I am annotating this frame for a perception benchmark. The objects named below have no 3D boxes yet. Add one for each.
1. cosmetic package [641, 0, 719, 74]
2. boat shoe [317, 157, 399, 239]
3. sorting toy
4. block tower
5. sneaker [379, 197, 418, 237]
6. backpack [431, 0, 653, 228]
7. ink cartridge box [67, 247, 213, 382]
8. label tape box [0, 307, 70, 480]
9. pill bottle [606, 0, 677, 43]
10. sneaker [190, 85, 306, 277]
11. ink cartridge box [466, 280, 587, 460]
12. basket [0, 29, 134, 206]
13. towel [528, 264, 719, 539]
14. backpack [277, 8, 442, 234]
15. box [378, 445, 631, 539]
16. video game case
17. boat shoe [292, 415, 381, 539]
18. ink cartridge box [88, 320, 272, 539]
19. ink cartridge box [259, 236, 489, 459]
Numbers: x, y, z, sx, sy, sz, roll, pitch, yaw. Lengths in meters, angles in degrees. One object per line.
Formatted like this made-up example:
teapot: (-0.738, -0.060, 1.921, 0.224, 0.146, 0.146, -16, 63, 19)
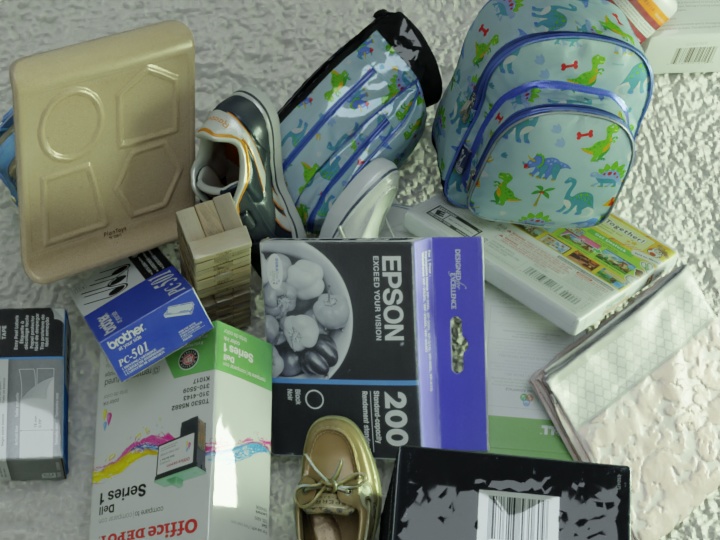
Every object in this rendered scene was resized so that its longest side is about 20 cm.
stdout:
cosmetic package: (0.321, -0.306, 1.900, 0.111, 0.081, 0.202, -2, 67, -5)
boat shoe: (-0.003, 0.001, 1.710, 0.086, 0.074, 0.203, 36, 105, 20)
sorting toy: (-0.224, -0.106, 1.644, 0.184, 0.202, 0.036, -20, 31, -36)
block tower: (-0.131, 0.000, 1.679, 0.053, 0.200, 0.058, -19, 70, -12)
sneaker: (0.096, -0.028, 1.778, 0.198, 0.075, 0.088, 12, 63, 0)
backpack: (0.172, -0.142, 1.700, 0.181, 0.201, 0.148, 5, 38, -15)
ink cartridge box: (-0.198, 0.033, 1.664, 0.093, 0.200, 0.045, -30, 109, -8)
label tape box: (-0.363, 0.113, 1.691, 0.197, 0.063, 0.146, -1, 68, -5)
pill bottle: (0.198, -0.229, 1.809, 0.200, 0.113, 0.113, -41, 74, 13)
sneaker: (-0.107, -0.062, 1.703, 0.078, 0.202, 0.079, 15, 40, 39)
ink cartridge box: (0.149, 0.115, 1.719, 0.103, 0.059, 0.202, 5, 82, -2)
basket: (-0.253, -0.121, 1.716, 0.176, 0.200, 0.139, -42, 73, -16)
towel: (0.274, 0.123, 1.706, 0.199, 0.032, 0.192, -35, 98, -21)
backpack: (-0.015, -0.129, 1.767, 0.199, 0.163, 0.155, -31, 86, -7)
box: (0.115, 0.241, 1.600, 0.198, 0.199, 0.125, 6, 65, -2)
video game case: (0.168, -0.028, 1.737, 0.199, 0.023, 0.181, 33, 38, 25)
boat shoe: (-0.021, 0.228, 1.638, 0.072, 0.063, 0.203, -6, 85, 14)
ink cartridge box: (-0.157, 0.162, 1.639, 0.144, 0.084, 0.202, -15, 63, 33)
ink cartridge box: (0.013, 0.069, 1.666, 0.198, 0.043, 0.201, -1, 100, 14)
